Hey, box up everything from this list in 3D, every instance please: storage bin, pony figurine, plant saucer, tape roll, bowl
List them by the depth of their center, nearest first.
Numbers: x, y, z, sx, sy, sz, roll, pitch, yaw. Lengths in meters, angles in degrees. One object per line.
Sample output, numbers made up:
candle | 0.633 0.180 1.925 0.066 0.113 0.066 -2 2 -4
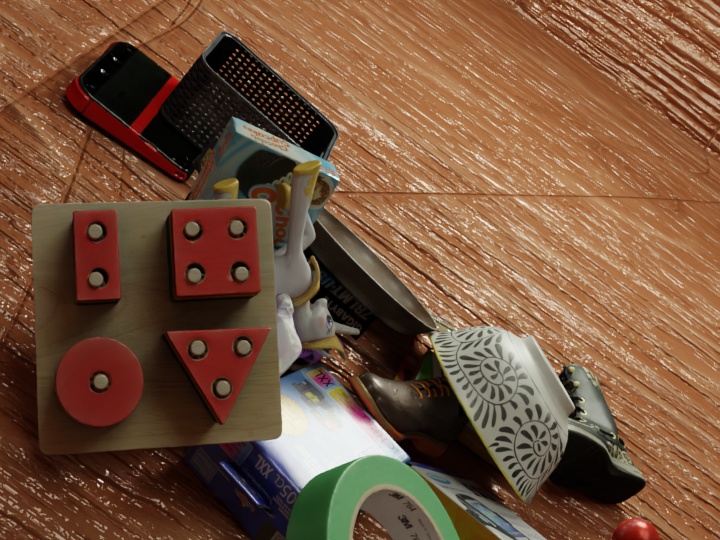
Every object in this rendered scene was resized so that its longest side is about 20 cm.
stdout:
tape roll | 0.020 0.255 1.024 0.200 0.048 0.203 37 41 -40
pony figurine | -0.094 0.021 1.133 0.191 0.203 0.166 -24 24 -28
bowl | 0.160 0.129 1.292 0.202 0.093 0.201 58 6 -9
plant saucer | 0.000 0.000 1.300 0.200 0.032 0.200 45 6 -6
storage bin | -0.136 -0.185 1.558 0.199 0.094 0.136 41 25 -11

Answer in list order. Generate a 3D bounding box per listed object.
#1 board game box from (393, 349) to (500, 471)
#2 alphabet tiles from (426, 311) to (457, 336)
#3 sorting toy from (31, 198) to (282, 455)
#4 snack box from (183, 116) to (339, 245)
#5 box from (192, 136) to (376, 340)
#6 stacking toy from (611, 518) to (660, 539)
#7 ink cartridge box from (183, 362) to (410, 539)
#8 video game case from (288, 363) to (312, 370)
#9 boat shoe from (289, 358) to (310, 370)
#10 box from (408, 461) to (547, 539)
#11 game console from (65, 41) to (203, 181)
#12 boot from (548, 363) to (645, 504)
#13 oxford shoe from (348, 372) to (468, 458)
board game box | 0.127 0.165 1.419 0.199 0.030 0.096 34 26 0
alphabet tiles | 0.081 0.062 1.467 0.166 0.008 0.200 31 5 -12
sorting toy | -0.161 0.042 1.005 0.196 0.203 0.070 -2 -6 -14
snack box | -0.118 -0.036 1.201 0.115 0.201 0.037 22 24 -25
box | -0.083 -0.037 1.354 0.198 0.050 0.200 40 7 -31
stacking toy | 0.336 0.347 1.331 0.085 0.086 0.200 9 31 -43
ink cartridge box | -0.062 0.173 1.118 0.136 0.077 0.199 44 29 15
video game case | -0.153 0.038 1.288 0.198 0.018 0.144 12 35 -41
boat shoe | -0.101 0.015 1.304 0.066 0.057 0.201 -3 47 -53
box | 0.121 0.249 1.186 0.199 0.042 0.118 32 5 41
game console | -0.261 -0.198 1.534 0.176 0.031 0.201 38 26 -11
boot | 0.246 0.175 1.453 0.203 0.073 0.155 34 29 -43
oxford shoe | 0.053 0.129 1.263 0.072 0.073 0.200 53 10 30
